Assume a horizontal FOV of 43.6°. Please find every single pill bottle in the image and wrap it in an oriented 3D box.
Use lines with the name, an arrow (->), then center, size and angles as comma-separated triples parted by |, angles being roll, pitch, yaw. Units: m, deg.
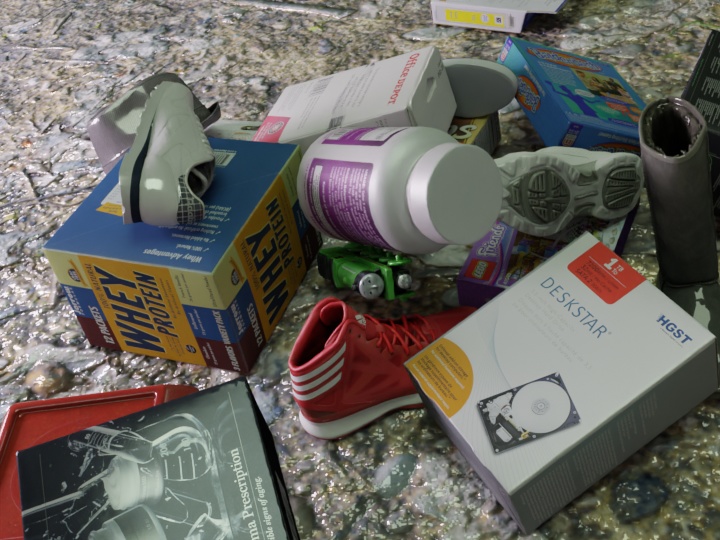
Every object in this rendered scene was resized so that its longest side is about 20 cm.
pill bottle -> 0.034, -0.074, 0.818 | 0.112, 0.113, 0.199 | -35, 25, -23

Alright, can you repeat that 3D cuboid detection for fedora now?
fedora -> -0.267, -0.178, 1.109 | 0.176, 0.091, 0.200 | -15, 23, 48

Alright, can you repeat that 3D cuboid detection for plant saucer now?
plant saucer -> -0.253, 0.181, 0.799 | 0.198, 0.037, 0.201 | -8, 41, 6

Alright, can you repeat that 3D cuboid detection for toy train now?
toy train -> 0.000, 0.000, 0.865 | 0.056, 0.042, 0.200 | -9, 9, -14

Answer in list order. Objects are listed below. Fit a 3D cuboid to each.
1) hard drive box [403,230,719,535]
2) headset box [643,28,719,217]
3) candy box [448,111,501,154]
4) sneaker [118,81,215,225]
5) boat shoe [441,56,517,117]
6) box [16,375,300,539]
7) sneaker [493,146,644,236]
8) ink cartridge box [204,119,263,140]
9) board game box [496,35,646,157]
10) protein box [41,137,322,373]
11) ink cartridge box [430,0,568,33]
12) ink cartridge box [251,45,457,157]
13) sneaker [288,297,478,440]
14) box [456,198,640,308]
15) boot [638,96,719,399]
hard drive box -> 0.161, 0.086, 0.737 | 0.199, 0.077, 0.156 | -35, 46, -8
headset box -> 0.410, -0.128, 0.893 | 0.199, 0.093, 0.175 | 23, 51, 13
candy box -> 0.073, -0.123, 1.036 | 0.115, 0.056, 0.200 | 12, 47, 27
sneaker -> -0.179, -0.114, 0.885 | 0.080, 0.077, 0.201 | 2, 46, 0
boat shoe -> 0.088, -0.223, 1.054 | 0.198, 0.071, 0.070 | -1, 42, 25
box -> -0.136, 0.210, 0.654 | 0.181, 0.104, 0.201 | -19, 55, -5
sneaker -> 0.177, -0.083, 0.878 | 0.198, 0.079, 0.099 | -4, 18, -32
ink cartridge box -> -0.155, -0.129, 1.122 | 0.161, 0.058, 0.200 | 7, 28, 21
board game box -> 0.254, -0.187, 1.020 | 0.151, 0.045, 0.201 | 9, 37, -20
protein box -> -0.174, -0.026, 0.931 | 0.197, 0.136, 0.201 | 7, 45, 21
ink cartridge box -> 0.236, -0.417, 1.332 | 0.199, 0.047, 0.198 | 18, 49, 29
ink cartridge box -> -0.006, -0.158, 0.992 | 0.198, 0.083, 0.147 | -10, 35, 27
sneaker -> 0.028, 0.064, 0.793 | 0.199, 0.116, 0.078 | -29, 45, -16
box -> 0.195, -0.032, 0.916 | 0.136, 0.039, 0.201 | 12, 47, 24
boot -> 0.279, -0.019, 0.757 | 0.072, 0.201, 0.183 | -9, 41, 5
